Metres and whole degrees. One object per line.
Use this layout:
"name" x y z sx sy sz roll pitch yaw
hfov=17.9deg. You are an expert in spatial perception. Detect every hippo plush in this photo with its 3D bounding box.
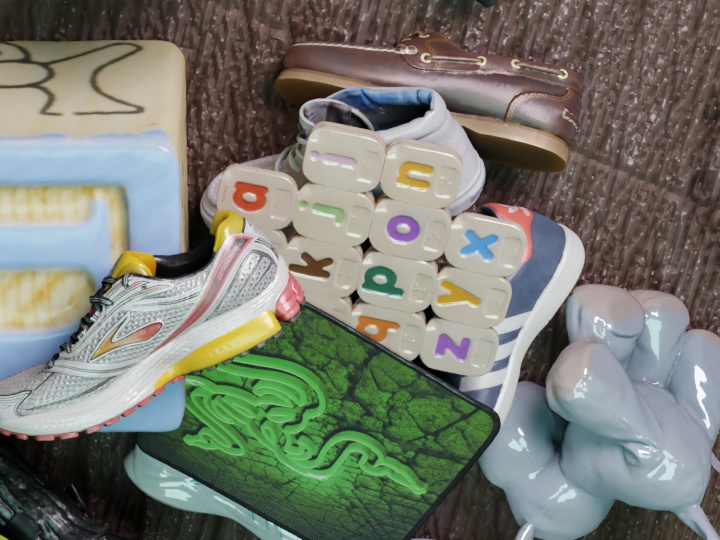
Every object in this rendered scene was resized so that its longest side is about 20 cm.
"hippo plush" 0.170 0.115 1.590 0.200 0.159 0.161 51 134 -6

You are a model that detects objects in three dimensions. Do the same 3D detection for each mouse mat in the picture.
"mouse mat" -0.028 0.106 1.508 0.200 0.008 0.161 31 116 -13

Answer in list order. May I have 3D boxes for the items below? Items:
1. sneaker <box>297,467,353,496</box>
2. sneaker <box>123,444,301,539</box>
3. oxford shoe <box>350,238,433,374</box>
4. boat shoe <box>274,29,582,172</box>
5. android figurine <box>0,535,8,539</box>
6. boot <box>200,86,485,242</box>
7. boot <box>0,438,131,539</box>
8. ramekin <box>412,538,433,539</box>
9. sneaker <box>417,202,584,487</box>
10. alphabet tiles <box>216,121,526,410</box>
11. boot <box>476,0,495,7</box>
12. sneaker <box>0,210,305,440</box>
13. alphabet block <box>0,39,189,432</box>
"sneaker" -0.020 0.106 1.552 0.083 0.071 0.200 -44 120 -30
"sneaker" -0.061 0.145 1.607 0.200 0.070 0.080 22 108 -12
"oxford shoe" 0.010 0.040 1.561 0.071 0.073 0.200 -17 114 4
"boat shoe" 0.046 -0.121 1.501 0.200 0.070 0.070 14 75 -4
"android figurine" -0.277 0.221 1.575 0.200 0.041 0.182 16 139 33
"boot" -0.025 -0.076 1.476 0.200 0.074 0.096 -8 139 21
"boot" -0.221 0.212 1.616 0.158 0.079 0.211 31 142 8
"ramekin" 0.077 0.275 1.607 0.200 0.200 0.098 26 103 -14
"sneaker" 0.068 0.045 1.543 0.084 0.075 0.200 29 85 -24
"alphabet tiles" 0.000 0.000 1.455 0.195 0.015 0.200 11 123 -2
"boot" 0.074 -0.280 1.421 0.168 0.076 0.200 35 114 -21
"sneaker" -0.137 0.031 1.337 0.200 0.078 0.082 -29 109 -1
"alphabet block" -0.205 -0.026 1.452 0.195 0.200 0.197 1 114 -3
